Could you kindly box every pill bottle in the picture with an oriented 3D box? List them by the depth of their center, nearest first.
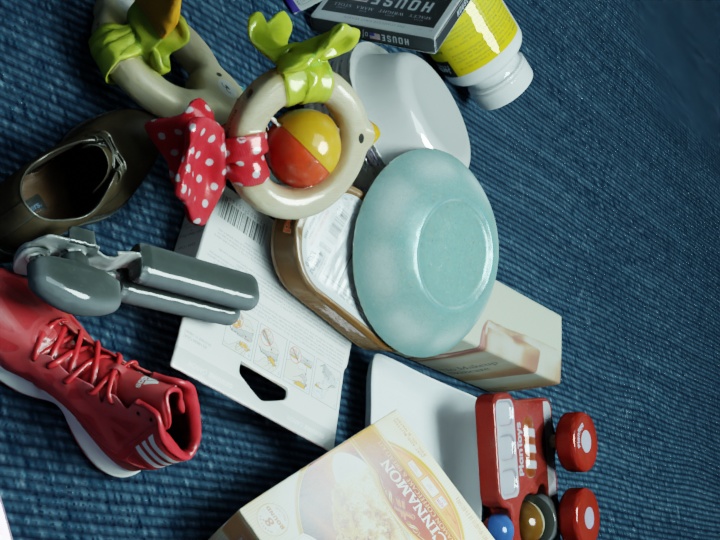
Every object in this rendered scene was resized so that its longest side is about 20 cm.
[{"bbox_3d":[0.130,-0.300,1.202,0.200,0.111,0.112,50,45,-28],"label":"pill bottle"}]

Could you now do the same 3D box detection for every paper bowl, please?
[{"bbox_3d":[0.039,-0.143,1.011,0.201,0.104,0.201,41,36,-39],"label":"paper bowl"}]

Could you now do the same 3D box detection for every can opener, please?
[{"bbox_3d":[-0.162,0.014,0.722,0.199,0.053,0.067,13,53,-45],"label":"can opener"}]

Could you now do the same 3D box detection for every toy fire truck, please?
[{"bbox_3d":[0.176,0.234,1.065,0.168,0.112,0.201,8,78,-52],"label":"toy fire truck"}]

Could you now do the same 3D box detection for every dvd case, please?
[{"bbox_3d":[0.056,-0.318,1.071,0.200,0.150,0.025,-58,152,-33],"label":"dvd case"}]

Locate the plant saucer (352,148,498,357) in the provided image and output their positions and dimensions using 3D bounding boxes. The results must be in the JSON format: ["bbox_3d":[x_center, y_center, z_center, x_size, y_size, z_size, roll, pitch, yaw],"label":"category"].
[{"bbox_3d":[0.078,-0.016,0.926,0.200,0.039,0.202,-4,96,-42],"label":"plant saucer"}]

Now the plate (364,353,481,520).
[{"bbox_3d":[0.060,0.208,1.011,0.199,0.032,0.201,28,57,-44],"label":"plate"}]

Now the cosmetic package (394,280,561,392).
[{"bbox_3d":[0.132,0.070,1.090,0.200,0.103,0.088,25,61,-43],"label":"cosmetic package"}]

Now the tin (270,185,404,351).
[{"bbox_3d":[0.000,0.000,0.908,0.200,0.042,0.112,40,71,-36],"label":"tin"}]

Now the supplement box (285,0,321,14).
[{"bbox_3d":[-0.002,-0.359,0.986,0.101,0.199,0.104,56,42,-23],"label":"supplement box"}]

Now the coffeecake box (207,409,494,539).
[{"bbox_3d":[-0.003,0.232,0.825,0.200,0.073,0.154,-25,72,-45],"label":"coffeecake box"}]

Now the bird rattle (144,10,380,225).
[{"bbox_3d":[-0.062,-0.108,0.787,0.163,0.112,0.201,41,77,-37],"label":"bird rattle"}]

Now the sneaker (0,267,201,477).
[{"bbox_3d":[-0.184,0.064,0.688,0.200,0.115,0.079,50,44,-28],"label":"sneaker"}]

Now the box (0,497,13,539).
[{"bbox_3d":[-0.274,0.238,0.535,0.176,0.096,0.201,-17,92,-52],"label":"box"}]

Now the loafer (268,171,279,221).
[{"bbox_3d":[-0.040,-0.051,0.942,0.200,0.070,0.068,43,48,-34],"label":"loafer"}]

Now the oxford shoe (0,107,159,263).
[{"bbox_3d":[-0.201,-0.075,0.740,0.073,0.084,0.200,55,38,-16],"label":"oxford shoe"}]

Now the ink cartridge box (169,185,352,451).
[{"bbox_3d":[-0.087,0.047,0.871,0.200,0.045,0.177,37,52,-38],"label":"ink cartridge box"}]

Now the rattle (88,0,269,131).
[{"bbox_3d":[-0.118,-0.193,0.834,0.199,0.143,0.130,25,22,-35],"label":"rattle"}]
